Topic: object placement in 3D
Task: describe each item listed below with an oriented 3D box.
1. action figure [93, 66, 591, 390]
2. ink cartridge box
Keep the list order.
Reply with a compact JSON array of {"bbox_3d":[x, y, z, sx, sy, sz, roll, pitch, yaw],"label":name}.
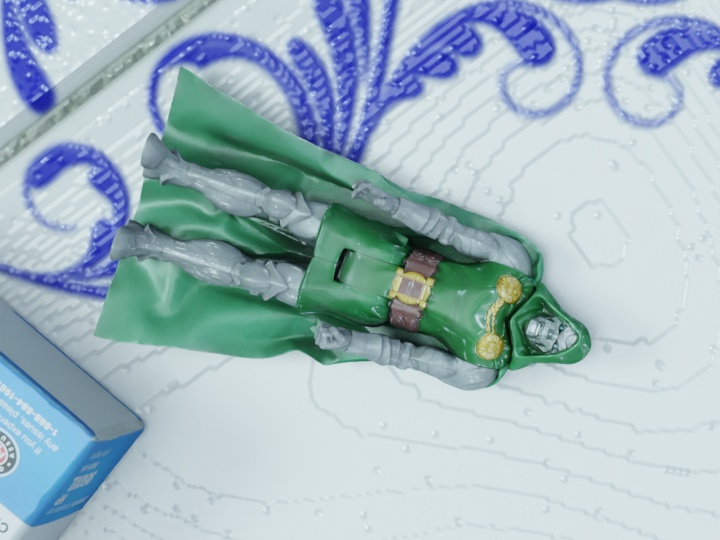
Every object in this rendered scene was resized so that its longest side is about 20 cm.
[{"bbox_3d":[0.000,0.000,1.231,0.199,0.055,0.118,17,92,4],"label":"action figure"},{"bbox_3d":[-0.212,0.098,1.251,0.145,0.084,0.200,39,98,6],"label":"ink cartridge box"}]
